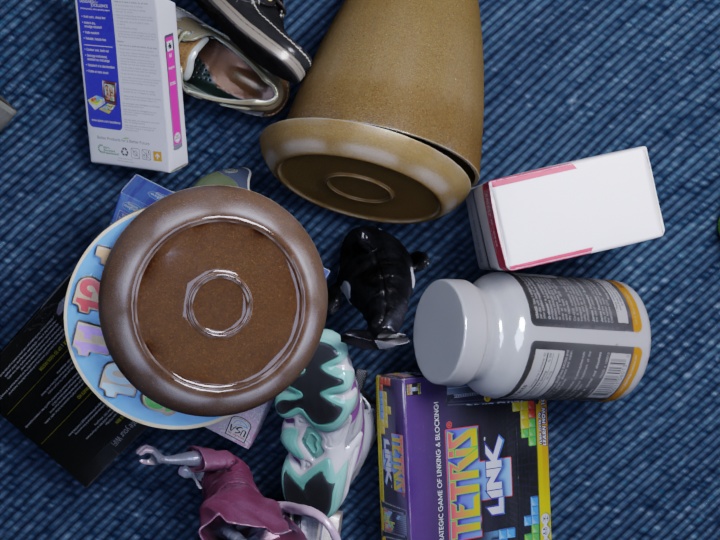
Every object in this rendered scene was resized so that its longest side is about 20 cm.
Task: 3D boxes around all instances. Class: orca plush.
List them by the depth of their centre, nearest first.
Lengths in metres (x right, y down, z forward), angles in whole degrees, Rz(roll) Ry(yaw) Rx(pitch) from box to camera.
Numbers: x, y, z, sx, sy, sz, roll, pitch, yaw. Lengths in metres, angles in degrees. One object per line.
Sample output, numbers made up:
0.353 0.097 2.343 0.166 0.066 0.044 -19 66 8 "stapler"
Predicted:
0.000 0.000 1.459 0.105 0.200 0.071 -17 117 20 "orca plush"

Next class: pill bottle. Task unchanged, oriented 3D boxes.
0.156 0.061 1.462 0.199 0.116 0.117 5 93 -27 "pill bottle"

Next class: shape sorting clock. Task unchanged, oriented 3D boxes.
-0.158 0.041 1.390 0.199 0.039 0.201 0 99 -3 "shape sorting clock"

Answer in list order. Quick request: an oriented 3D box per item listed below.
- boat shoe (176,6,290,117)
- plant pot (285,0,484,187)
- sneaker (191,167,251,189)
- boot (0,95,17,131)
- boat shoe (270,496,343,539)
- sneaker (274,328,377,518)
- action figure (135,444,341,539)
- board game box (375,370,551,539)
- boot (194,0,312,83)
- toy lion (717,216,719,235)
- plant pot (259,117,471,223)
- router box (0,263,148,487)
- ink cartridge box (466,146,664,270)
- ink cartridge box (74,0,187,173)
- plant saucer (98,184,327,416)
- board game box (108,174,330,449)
-0.159 -0.205 1.508 0.199 0.068 0.075 21 94 -3 "boat shoe"
0.040 -0.196 1.482 0.186 0.186 0.201 15 77 -4 "plant pot"
-0.103 -0.007 1.522 0.090 0.067 0.201 -40 118 -35 "sneaker"
-0.395 -0.080 1.508 0.182 0.073 0.200 44 83 -7 "boot"
-0.074 0.312 1.546 0.092 0.075 0.201 8 85 3 "boat shoe"
-0.021 0.119 1.504 0.077 0.140 0.201 18 123 17 "sneaker"
-0.114 0.210 1.474 0.148 0.200 0.134 -22 120 -7 "action figure"
0.100 0.191 1.520 0.165 0.057 0.201 -5 94 -31 "board game box"
-0.074 -0.277 1.478 0.150 0.073 0.200 -41 56 -5 "boot"
0.460 -0.039 1.563 0.200 0.069 0.192 44 97 -5 "toy lion"
0.001 -0.085 1.460 0.199 0.200 0.028 15 74 -4 "plant pot"
-0.248 0.091 1.478 0.149 0.051 0.200 42 122 -8 "router box"
0.182 -0.054 1.472 0.144 0.200 0.085 -13 91 -2 "ink cartridge box"
-0.213 -0.193 1.474 0.094 0.037 0.201 9 116 28 "ink cartridge box"
-0.122 0.028 1.361 0.199 0.032 0.201 -2 96 -15 "plant saucer"
-0.154 0.041 1.477 0.199 0.043 0.200 26 123 3 "board game box"
